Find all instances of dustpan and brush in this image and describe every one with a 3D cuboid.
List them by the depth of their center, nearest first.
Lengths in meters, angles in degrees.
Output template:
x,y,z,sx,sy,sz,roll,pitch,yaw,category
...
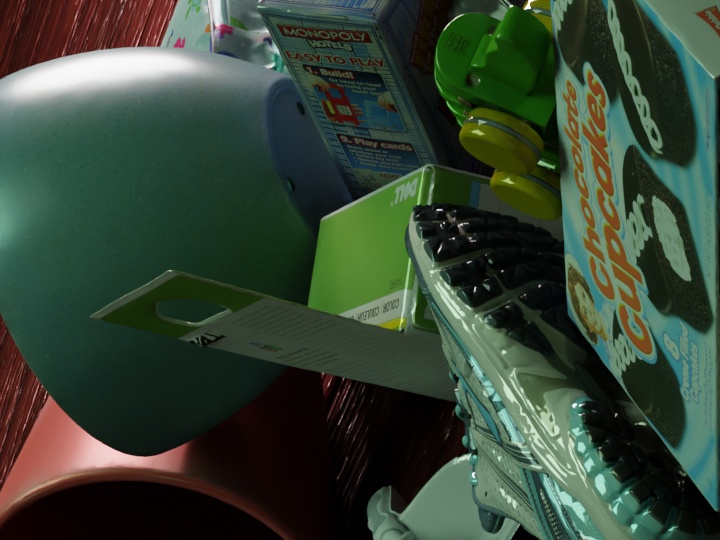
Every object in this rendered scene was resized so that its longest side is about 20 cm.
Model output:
x,y,z,sx,sy,sz,roll,pitch,yaw,category
0.021,0.132,1.223,0.140,0.057,0.200,-57,-2,7,dustpan and brush

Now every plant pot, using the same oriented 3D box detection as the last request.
x,y,z,sx,sy,sz,roll,pitch,yaw,category
-0.077,-0.027,1.302,0.134,0.200,0.201,-22,46,23,plant pot
-0.100,0.116,1.460,0.178,0.199,0.201,-83,16,-48,plant pot

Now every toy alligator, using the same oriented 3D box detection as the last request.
x,y,z,sx,sy,sz,roll,pitch,yaw,category
0.066,-0.052,1.018,0.060,0.054,0.200,-63,-26,-13,toy alligator

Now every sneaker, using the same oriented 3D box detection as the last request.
x,y,z,sx,sy,sz,roll,pitch,yaw,category
0.061,0.055,1.040,0.200,0.077,0.087,58,131,38,sneaker

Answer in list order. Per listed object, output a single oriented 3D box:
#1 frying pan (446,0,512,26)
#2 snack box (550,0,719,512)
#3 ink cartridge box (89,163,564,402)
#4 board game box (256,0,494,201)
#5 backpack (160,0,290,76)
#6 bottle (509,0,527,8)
x,y,z,sx,sy,sz,roll,pitch,yaw,category
0.092,-0.053,1.155,0.190,0.031,0.115,54,176,29,frying pan
0.107,-0.026,0.922,0.116,0.037,0.201,-124,19,-44,snack box
0.000,0.000,1.168,0.148,0.199,0.076,158,124,-69,ink cartridge box
0.025,-0.128,1.238,0.200,0.061,0.201,41,-120,-65,board game box
-0.038,-0.097,1.479,0.201,0.150,0.178,-87,15,-46,backpack
0.117,-0.131,1.113,0.200,0.065,0.084,180,89,-73,bottle
